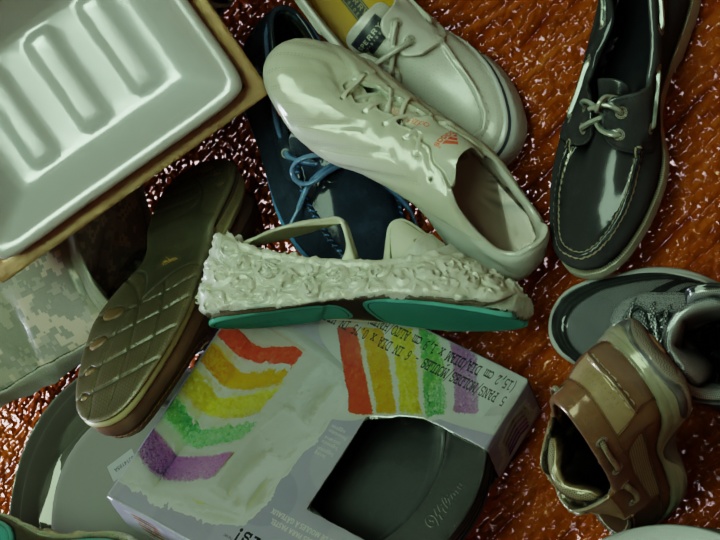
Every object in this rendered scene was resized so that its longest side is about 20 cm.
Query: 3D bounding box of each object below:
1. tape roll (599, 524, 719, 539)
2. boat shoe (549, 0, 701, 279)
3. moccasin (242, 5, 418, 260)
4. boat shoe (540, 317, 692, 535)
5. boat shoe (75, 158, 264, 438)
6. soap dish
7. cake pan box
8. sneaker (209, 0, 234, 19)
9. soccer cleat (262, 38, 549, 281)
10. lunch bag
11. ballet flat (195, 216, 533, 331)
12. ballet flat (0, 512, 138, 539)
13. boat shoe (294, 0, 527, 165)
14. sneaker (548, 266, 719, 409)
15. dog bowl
[{"bbox_3d":[0.179,0.240,1.443,0.200,0.066,0.200,-5,79,31],"label":"tape roll"},{"bbox_3d":[0.140,-0.097,1.508,0.073,0.063,0.200,10,81,35],"label":"boat shoe"},{"bbox_3d":[-0.026,-0.073,1.601,0.200,0.080,0.068,58,151,24],"label":"moccasin"},{"bbox_3d":[0.129,0.096,1.423,0.072,0.200,0.076,-34,62,-14],"label":"boat shoe"},{"bbox_3d":[-0.107,0.024,1.606,0.072,0.068,0.200,-7,46,37],"label":"boat shoe"},{"bbox_3d":[-0.177,-0.114,1.576,0.200,0.081,0.157,-35,92,7],"label":"soap dish"},{"bbox_3d":[-0.018,0.109,1.546,0.200,0.052,0.184,27,74,26],"label":"cake pan box"},{"bbox_3d":[-0.095,-0.156,1.645,0.200,0.075,0.116,-43,51,24],"label":"sneaker"},{"bbox_3d":[0.031,-0.071,1.532,0.200,0.078,0.069,40,69,-2],"label":"soccer cleat"},{"bbox_3d":[-0.221,-0.012,1.703,0.164,0.118,0.200,-27,65,25],"label":"lunch bag"},{"bbox_3d":[0.000,0.000,1.526,0.200,0.072,0.072,0,82,13],"label":"ballet flat"},{"bbox_3d":[-0.195,0.189,1.621,0.200,0.062,0.067,5,71,39],"label":"ballet flat"},{"bbox_3d":[0.020,-0.135,1.597,0.071,0.070,0.200,-48,61,17],"label":"boat shoe"},{"bbox_3d":[0.176,0.034,1.446,0.200,0.114,0.076,10,88,33],"label":"sneaker"},{"bbox_3d":[-0.125,0.155,1.652,0.200,0.059,0.200,-6,79,31],"label":"dog bowl"}]
